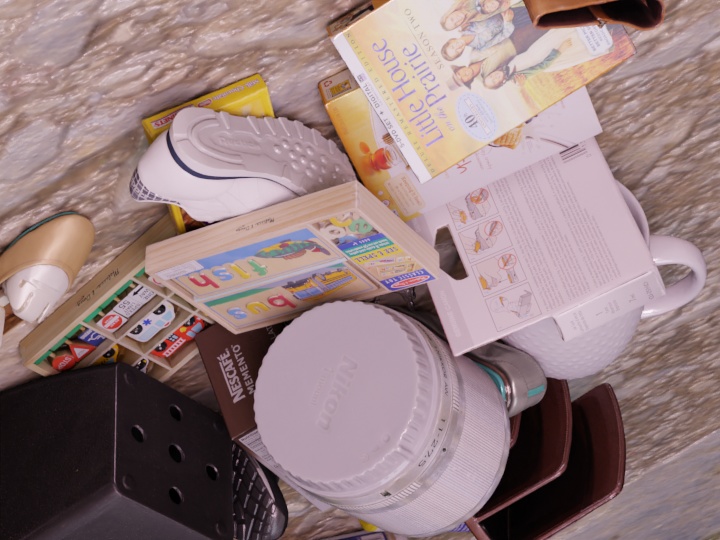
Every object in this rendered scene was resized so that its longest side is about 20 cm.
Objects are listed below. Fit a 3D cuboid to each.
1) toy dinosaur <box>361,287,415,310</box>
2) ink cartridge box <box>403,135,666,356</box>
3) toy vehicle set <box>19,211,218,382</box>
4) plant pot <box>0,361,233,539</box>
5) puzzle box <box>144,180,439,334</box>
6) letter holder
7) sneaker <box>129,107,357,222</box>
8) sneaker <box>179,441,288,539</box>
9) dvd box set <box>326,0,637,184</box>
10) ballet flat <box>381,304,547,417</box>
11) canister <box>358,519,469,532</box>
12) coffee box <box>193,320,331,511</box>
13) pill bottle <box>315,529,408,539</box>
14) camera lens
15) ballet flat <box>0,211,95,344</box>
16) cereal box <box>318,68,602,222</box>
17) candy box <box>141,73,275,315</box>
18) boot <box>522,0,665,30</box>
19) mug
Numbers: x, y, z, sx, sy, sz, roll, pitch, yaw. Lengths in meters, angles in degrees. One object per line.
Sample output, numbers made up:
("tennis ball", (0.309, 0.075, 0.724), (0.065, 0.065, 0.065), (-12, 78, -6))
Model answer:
("toy dinosaur", (0.000, 0.000, 1.562), (0.087, 0.048, 0.200), (3, 166, 10))
("ink cartridge box", (0.134, -0.028, 1.534), (0.175, 0.201, 0.045), (-24, 140, 6))
("toy vehicle set", (-0.183, 0.038, 1.611), (0.200, 0.027, 0.124), (-39, 136, 21))
("plant pot", (-0.215, 0.195, 1.603), (0.177, 0.201, 0.199), (-34, 131, 29))
("puzzle box", (-0.053, -0.006, 1.474), (0.198, 0.026, 0.133), (-16, 148, 27))
("letter holder", (0.155, 0.145, 1.679), (0.141, 0.200, 0.101), (-32, 109, 17))
("sneaker", (-0.085, -0.070, 1.456), (0.199, 0.077, 0.080), (14, 135, -38))
("sneaker", (-0.098, 0.182, 1.691), (0.087, 0.200, 0.077), (7, 107, -33))
("dvd box set", (0.094, -0.177, 1.435), (0.199, 0.029, 0.147), (-30, 114, 7))
("ballet flat", (0.085, 0.078, 1.661), (0.063, 0.199, 0.068), (-15, 118, -39))
("canister", (0.105, 0.199, 1.865), (0.198, 0.087, 0.149), (4, 134, -24))
("coffee box", (-0.058, 0.120, 1.664), (0.079, 0.115, 0.200), (-30, 146, 8))
("pill bottle", (-0.044, 0.336, 1.933), (0.198, 0.112, 0.112), (-10, 139, -12))
("camera lens", (0.021, 0.122, 1.507), (0.159, 0.161, 0.200), (-31, 151, 13))
("ballet flat", (-0.289, 0.031, 1.532), (0.199, 0.063, 0.068), (-37, 138, 18))
("cereal box", (0.082, -0.131, 1.508), (0.198, 0.040, 0.144), (-25, 129, 6))
("candy box", (-0.105, -0.058, 1.511), (0.101, 0.026, 0.201), (-25, 135, -13))
("boot", (0.093, -0.227, 1.295), (0.186, 0.201, 0.069), (1, 136, -24))
("mug", (0.205, 0.012, 1.642), (0.198, 0.149, 0.176), (-8, 150, 3))
